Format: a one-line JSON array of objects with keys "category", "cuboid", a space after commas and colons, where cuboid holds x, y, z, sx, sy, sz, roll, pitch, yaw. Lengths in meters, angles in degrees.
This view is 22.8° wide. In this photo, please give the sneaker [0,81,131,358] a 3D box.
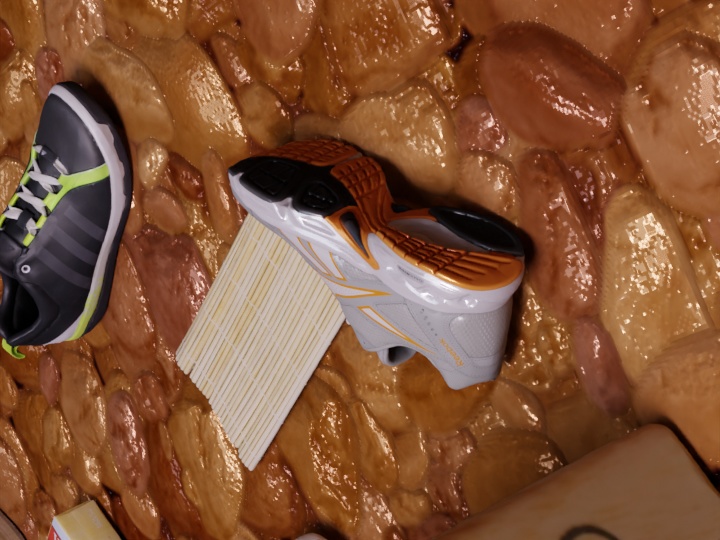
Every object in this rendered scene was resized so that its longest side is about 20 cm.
[{"category": "sneaker", "cuboid": [-0.204, -0.024, 1.164, 0.072, 0.083, 0.201, 35, 131, 35]}]

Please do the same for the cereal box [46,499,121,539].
[{"category": "cereal box", "cuboid": [-0.196, 0.286, 1.332, 0.144, 0.039, 0.201, 49, 138, 24]}]

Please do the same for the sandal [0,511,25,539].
[{"category": "sandal", "cuboid": [-0.353, 0.205, 1.459, 0.211, 0.069, 0.078, 30, 128, 39]}]

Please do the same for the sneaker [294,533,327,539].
[{"category": "sneaker", "cuboid": [-0.065, 0.244, 1.115, 0.075, 0.088, 0.201, 51, 138, 24]}]

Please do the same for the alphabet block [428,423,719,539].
[{"category": "alphabet block", "cuboid": [0.086, 0.221, 0.832, 0.196, 0.199, 0.197, 55, 140, 16]}]

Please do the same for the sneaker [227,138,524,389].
[{"category": "sneaker", "cuboid": [0.000, 0.000, 0.940, 0.200, 0.075, 0.093, 31, 133, 40]}]

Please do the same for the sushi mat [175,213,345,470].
[{"category": "sushi mat", "cuboid": [-0.058, 0.031, 1.071, 0.096, 0.012, 0.200, 52, 139, 20]}]
